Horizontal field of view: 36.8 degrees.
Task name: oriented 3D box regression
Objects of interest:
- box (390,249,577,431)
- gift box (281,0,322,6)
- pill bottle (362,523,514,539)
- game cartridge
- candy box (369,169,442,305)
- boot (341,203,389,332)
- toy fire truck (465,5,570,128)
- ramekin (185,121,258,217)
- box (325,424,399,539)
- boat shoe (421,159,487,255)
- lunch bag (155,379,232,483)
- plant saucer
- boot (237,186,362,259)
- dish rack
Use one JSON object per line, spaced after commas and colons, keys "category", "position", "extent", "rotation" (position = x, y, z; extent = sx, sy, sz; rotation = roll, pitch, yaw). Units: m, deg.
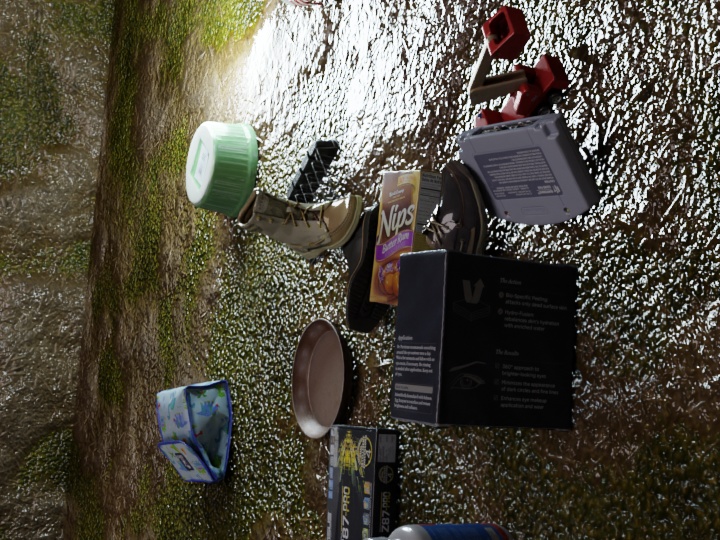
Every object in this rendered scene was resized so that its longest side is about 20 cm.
{"category": "box", "position": [0.150, 0.086, 1.305], "extent": [0.117, 0.193, 0.204], "rotation": [-4, 80, 62]}
{"category": "gift box", "position": [-0.118, -0.583, 1.961], "extent": [0.184, 0.197, 0.190], "rotation": [5, 73, 65]}
{"category": "pill bottle", "position": [0.094, 0.373, 1.347], "extent": [0.112, 0.197, 0.115], "rotation": [-20, 67, 58]}
{"category": "game cartridge", "position": [0.206, -0.120, 1.332], "extent": [0.199, 0.041, 0.135], "rotation": [2, 122, 60]}
{"category": "candy box", "position": [0.071, -0.047, 1.625], "extent": [0.116, 0.056, 0.204], "rotation": [6, 88, 62]}
{"category": "boot", "position": [0.000, 0.000, 1.742], "extent": [0.138, 0.076, 0.204], "rotation": [-7, 66, 65]}
{"category": "toy fire truck", "position": [0.184, -0.231, 1.361], "extent": [0.201, 0.139, 0.049], "rotation": [-53, 41, 43]}
{"category": "ramekin", "position": [-0.299, -0.219, 2.300], "extent": [0.199, 0.096, 0.204], "rotation": [-21, 66, 59]}
{"category": "box", "position": [0.002, 0.345, 1.681], "extent": [0.161, 0.048, 0.204], "rotation": [-10, 76, 64]}
{"category": "boat shoe", "position": [0.124, -0.047, 1.435], "extent": [0.075, 0.072, 0.203], "rotation": [-132, 28, -54]}
{"category": "lunch bag", "position": [-0.345, 0.342, 2.261], "extent": [0.169, 0.126, 0.204], "rotation": [-16, 83, 57]}
{"category": "plant saucer", "position": [-0.062, 0.185, 1.848], "extent": [0.199, 0.034, 0.205], "rotation": [-23, 64, 59]}
{"category": "boot", "position": [-0.099, -0.090, 1.747], "extent": [0.199, 0.153, 0.073], "rotation": [-28, 45, 53]}
{"category": "dish rack", "position": [-0.069, -0.116, 1.903], "extent": [0.154, 0.054, 0.202], "rotation": [-58, 39, 41]}
